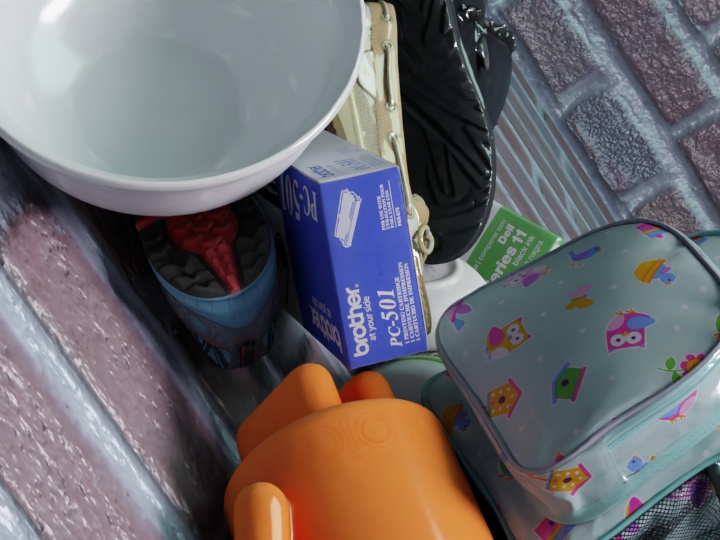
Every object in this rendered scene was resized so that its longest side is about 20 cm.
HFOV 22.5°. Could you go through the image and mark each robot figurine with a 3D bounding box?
[{"bbox_3d":[0.005,0.141,0.830,0.144,0.116,0.201,67,-1,-59],"label":"robot figurine"}]

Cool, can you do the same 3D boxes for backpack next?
[{"bbox_3d":[0.143,0.066,0.880,0.176,0.199,0.154,-123,-169,-56],"label":"backpack"}]

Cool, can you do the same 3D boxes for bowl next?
[{"bbox_3d":[-0.100,-0.099,0.893,0.091,0.200,0.202,99,-28,-58],"label":"bowl"}]

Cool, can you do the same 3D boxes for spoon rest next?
[{"bbox_3d":[0.000,0.000,1.098,0.099,0.061,0.200,-19,39,-37],"label":"spoon rest"}]

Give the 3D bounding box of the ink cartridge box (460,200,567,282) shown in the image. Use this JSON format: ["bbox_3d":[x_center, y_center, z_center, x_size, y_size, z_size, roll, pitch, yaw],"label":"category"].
[{"bbox_3d":[0.057,-0.013,1.219,0.200,0.083,0.147,31,-1,28],"label":"ink cartridge box"}]

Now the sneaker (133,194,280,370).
[{"bbox_3d":[-0.091,-0.024,0.968,0.200,0.079,0.096,-109,-174,-47],"label":"sneaker"}]

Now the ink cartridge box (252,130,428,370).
[{"bbox_3d":[-0.020,-0.020,0.942,0.200,0.044,0.095,-146,-135,-71],"label":"ink cartridge box"}]

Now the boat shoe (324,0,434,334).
[{"bbox_3d":[0.013,-0.053,1.010,0.073,0.063,0.202,125,-49,-71],"label":"boat shoe"}]

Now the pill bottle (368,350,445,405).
[{"bbox_3d":[0.051,0.099,1.079,0.111,0.111,0.200,60,14,4],"label":"pill bottle"}]

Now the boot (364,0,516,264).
[{"bbox_3d":[0.057,-0.097,1.120,0.168,0.076,0.201,17,62,-71],"label":"boot"}]
